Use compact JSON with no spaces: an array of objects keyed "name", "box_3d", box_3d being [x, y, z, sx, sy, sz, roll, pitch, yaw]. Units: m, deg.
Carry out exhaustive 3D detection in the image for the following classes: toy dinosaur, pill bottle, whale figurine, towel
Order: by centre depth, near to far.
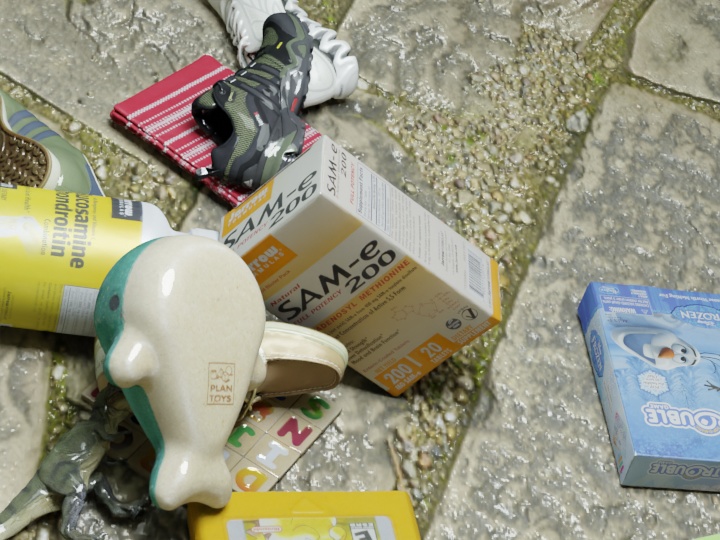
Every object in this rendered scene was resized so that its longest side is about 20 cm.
[{"name":"toy dinosaur","box_3d":[-0.208,0.161,1.506,0.088,0.048,0.200,38,57,12]},{"name":"whale figurine","box_3d":[-0.139,0.075,1.510,0.103,0.201,0.159,-5,-5,38]},{"name":"pill bottle","box_3d":[-0.215,-0.004,1.629,0.199,0.112,0.112,7,43,-12]},{"name":"towel","box_3d":[-0.112,-0.116,1.851,0.200,0.023,0.145,37,43,17]}]

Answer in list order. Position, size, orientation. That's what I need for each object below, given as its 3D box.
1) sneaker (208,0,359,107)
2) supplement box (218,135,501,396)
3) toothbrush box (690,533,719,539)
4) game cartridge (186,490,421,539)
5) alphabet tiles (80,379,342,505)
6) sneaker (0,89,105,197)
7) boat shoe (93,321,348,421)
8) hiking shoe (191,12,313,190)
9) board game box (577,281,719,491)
[{"name":"sneaker","box_3d":[-0.092,-0.225,1.942,0.081,0.075,0.200,-31,60,-30]},{"name":"supplement box","box_3d":[0.000,0.000,1.629,0.200,0.126,0.074,34,35,-27]},{"name":"toothbrush box","box_3d":[0.210,0.287,1.486,0.199,0.086,0.146,-8,48,-27]},{"name":"game cartridge","box_3d":[-0.027,0.245,1.489,0.176,0.033,0.200,1,43,-18]},{"name":"alphabet tiles","box_3d":[-0.116,0.105,1.626,0.166,0.006,0.200,31,44,13]},{"name":"sneaker","box_3d":[-0.282,-0.094,1.744,0.090,0.067,0.200,32,6,-42]},{"name":"boat shoe","box_3d":[-0.109,0.084,1.598,0.199,0.074,0.067,0,49,-3]},{"name":"hiking shoe","box_3d":[-0.097,-0.158,1.818,0.100,0.076,0.201,9,51,-8]},{"name":"board game box","box_3d":[0.300,0.100,1.746,0.199,0.043,0.199,5,45,-14]}]
